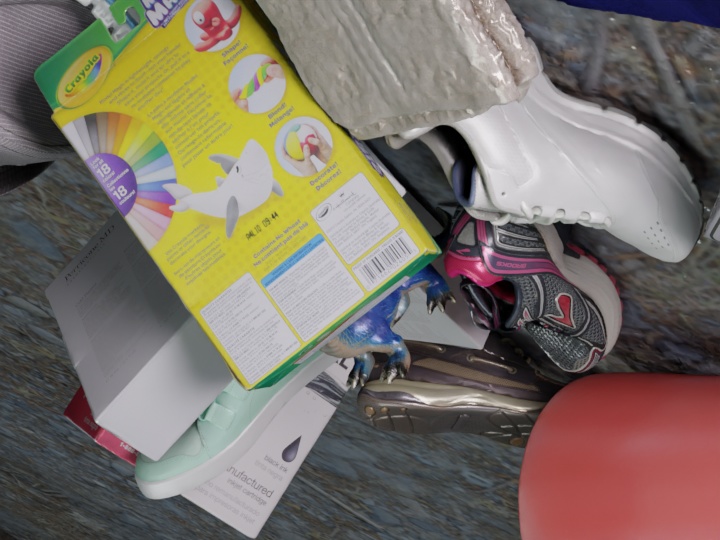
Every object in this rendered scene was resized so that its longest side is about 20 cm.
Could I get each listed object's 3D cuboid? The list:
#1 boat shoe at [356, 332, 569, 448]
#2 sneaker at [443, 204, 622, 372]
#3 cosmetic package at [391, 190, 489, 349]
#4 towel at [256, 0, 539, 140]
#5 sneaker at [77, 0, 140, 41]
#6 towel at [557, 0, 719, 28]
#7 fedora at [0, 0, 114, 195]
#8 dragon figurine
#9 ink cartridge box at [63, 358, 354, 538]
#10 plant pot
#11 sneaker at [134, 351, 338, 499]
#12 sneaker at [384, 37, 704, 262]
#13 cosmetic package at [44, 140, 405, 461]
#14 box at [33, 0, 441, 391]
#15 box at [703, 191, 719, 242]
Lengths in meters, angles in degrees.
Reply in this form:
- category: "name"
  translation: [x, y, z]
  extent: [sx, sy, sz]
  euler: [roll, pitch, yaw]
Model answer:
- category: "boat shoe"
  translation: [0.097, 0.081, 1.219]
  extent: [0.199, 0.074, 0.075]
  euler: [8, 155, -13]
- category: "sneaker"
  translation: [0.099, 0.012, 1.032]
  extent: [0.080, 0.075, 0.200]
  euler: [12, 157, 34]
- category: "cosmetic package"
  translation: [0.007, -0.022, 1.095]
  extent: [0.082, 0.051, 0.200]
  euler: [4, 151, 42]
- category: "towel"
  translation: [-0.009, -0.150, 0.736]
  extent: [0.132, 0.034, 0.200]
  euler: [-5, 122, 53]
- category: "sneaker"
  translation: [-0.119, -0.172, 0.870]
  extent: [0.086, 0.075, 0.200]
  euler: [-26, 127, 36]
- category: "towel"
  translation: [0.118, -0.134, 0.628]
  extent: [0.200, 0.050, 0.147]
  euler: [21, 178, 44]
- category: "fedora"
  translation: [-0.202, -0.118, 0.908]
  extent: [0.090, 0.178, 0.200]
  euler: [17, 176, 41]
- category: "dragon figurine"
  translation: [0.000, 0.000, 0.983]
  extent: [0.059, 0.200, 0.100]
  euler: [-10, 126, 48]
- category: "ink cartridge box"
  translation: [-0.088, 0.060, 1.176]
  extent: [0.145, 0.200, 0.084]
  euler: [36, 172, -26]
- category: "plant pot"
  translation: [0.233, 0.152, 1.085]
  extent: [0.200, 0.201, 0.177]
  euler: [37, 147, -30]
- category: "sneaker"
  translation: [-0.095, 0.047, 1.070]
  extent: [0.118, 0.200, 0.074]
  euler: [46, -179, -28]
- category: "sneaker"
  translation: [0.090, -0.054, 0.859]
  extent: [0.200, 0.087, 0.074]
  euler: [31, 159, -18]
- category: "cosmetic package"
  translation: [-0.081, -0.014, 0.931]
  extent: [0.052, 0.200, 0.151]
  euler: [38, -171, -35]
- category: "box"
  translation: [-0.065, -0.054, 0.835]
  extent: [0.200, 0.117, 0.048]
  euler: [54, -171, 8]
- category: "box"
  translation: [0.268, -0.022, 0.759]
  extent: [0.199, 0.060, 0.117]
  euler: [24, 161, 6]
